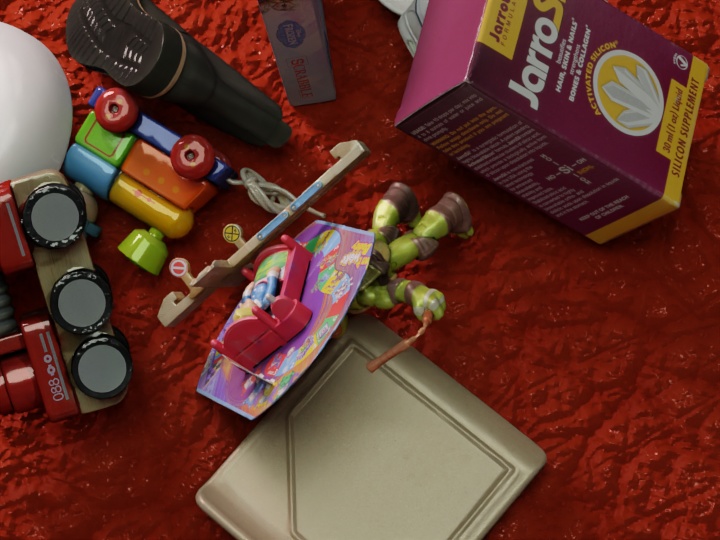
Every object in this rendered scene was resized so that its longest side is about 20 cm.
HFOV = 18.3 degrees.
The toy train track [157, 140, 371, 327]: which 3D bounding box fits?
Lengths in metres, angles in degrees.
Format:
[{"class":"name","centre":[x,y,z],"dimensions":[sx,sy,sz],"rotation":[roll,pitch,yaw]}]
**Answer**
[{"class":"toy train track","centre":[-0.078,-0.034,1.657],"dimensions":[0.200,0.115,0.033],"rotation":[-41,81,10]}]

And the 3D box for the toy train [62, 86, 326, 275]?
[{"class":"toy train","centre":[-0.140,-0.045,1.711],"dimensions":[0.199,0.085,0.116],"rotation":[32,90,10]}]

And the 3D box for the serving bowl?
[{"class":"serving bowl","centre":[-0.323,-0.111,1.723],"dimensions":[0.199,0.066,0.202],"rotation":[-9,64,20]}]

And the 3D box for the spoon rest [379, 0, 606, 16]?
[{"class":"spoon rest","centre":[0.101,-0.227,1.762],"dimensions":[0.199,0.061,0.100],"rotation":[19,71,11]}]

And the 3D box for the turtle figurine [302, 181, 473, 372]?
[{"class":"turtle figurine","centre":[0.000,0.000,1.657],"dimensions":[0.199,0.065,0.161],"rotation":[-3,36,48]}]

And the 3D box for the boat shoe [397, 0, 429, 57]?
[{"class":"boat shoe","centre":[0.102,-0.131,1.724],"dimensions":[0.073,0.067,0.201],"rotation":[-29,88,-36]}]

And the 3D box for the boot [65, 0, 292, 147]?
[{"class":"boot","centre":[-0.146,-0.159,1.758],"dimensions":[0.078,0.138,0.200],"rotation":[-54,34,12]}]

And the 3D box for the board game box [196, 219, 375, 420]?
[{"class":"board game box","centre":[-0.068,0.022,1.614],"dimensions":[0.039,0.200,0.159],"rotation":[37,82,-21]}]

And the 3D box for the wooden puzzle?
[{"class":"wooden puzzle","centre":[0.008,0.154,1.640],"dimensions":[0.185,0.037,0.200],"rotation":[38,72,18]}]

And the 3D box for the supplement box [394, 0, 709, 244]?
[{"class":"supplement box","centre":[0.142,-0.129,1.642],"dimensions":[0.199,0.103,0.132],"rotation":[27,62,-22]}]

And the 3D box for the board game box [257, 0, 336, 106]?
[{"class":"board game box","centre":[-0.061,-0.258,1.714],"dimensions":[0.041,0.200,0.201],"rotation":[-10,68,3]}]

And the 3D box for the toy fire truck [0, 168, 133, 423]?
[{"class":"toy fire truck","centre":[-0.282,0.033,1.653],"dimensions":[0.199,0.129,0.177],"rotation":[-17,98,-6]}]
